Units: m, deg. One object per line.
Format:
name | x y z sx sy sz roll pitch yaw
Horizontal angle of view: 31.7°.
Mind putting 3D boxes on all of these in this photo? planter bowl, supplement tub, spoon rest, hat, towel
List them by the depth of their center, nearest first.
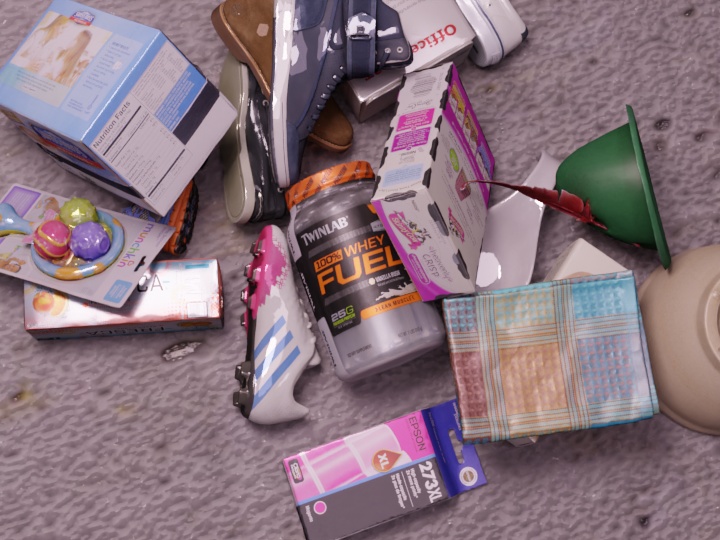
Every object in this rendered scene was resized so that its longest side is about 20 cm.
towel | 0.185 0.084 1.233 0.197 0.022 0.149 -7 81 -7
supplement tub | 0.000 0.000 1.286 0.121 0.123 0.202 -20 82 -7
planter bowl | 0.386 0.063 1.297 0.197 0.135 0.204 1 80 -3
hat | 0.214 -0.074 1.316 0.174 0.167 0.202 -15 125 14
spoon rest | 0.156 -0.043 1.337 0.099 0.061 0.201 32 78 2

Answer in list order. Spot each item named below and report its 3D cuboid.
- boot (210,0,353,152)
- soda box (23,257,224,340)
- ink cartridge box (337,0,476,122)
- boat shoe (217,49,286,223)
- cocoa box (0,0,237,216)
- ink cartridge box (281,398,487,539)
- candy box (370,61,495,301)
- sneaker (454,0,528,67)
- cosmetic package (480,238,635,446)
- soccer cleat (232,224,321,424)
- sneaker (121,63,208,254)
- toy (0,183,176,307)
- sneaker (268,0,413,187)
boot | -0.065 -0.211 1.316 0.075 0.074 0.200 -34 103 30
soda box | -0.238 0.029 1.290 0.197 0.068 0.065 -3 77 -5
ink cartridge box | 0.010 -0.283 1.358 0.146 0.083 0.202 -29 84 -8
boat shoe | -0.108 -0.143 1.334 0.065 0.074 0.202 5 63 -28
cocoa box | -0.247 -0.164 1.245 0.199 0.131 0.134 25 76 43
ink cartridge box | 0.026 0.206 1.297 0.197 0.037 0.096 -18 82 -9
candy box | 0.076 -0.090 1.257 0.060 0.137 0.201 -11 39 23
sneaker | 0.112 -0.321 1.386 0.070 0.073 0.202 -30 92 -18
cosmetic package | 0.192 0.076 1.297 0.071 0.105 0.201 33 81 2
soccer cleat | -0.080 0.057 1.305 0.085 0.070 0.203 7 83 -15
sneaker | -0.200 -0.122 1.320 0.077 0.075 0.203 11 77 1
toy | -0.298 -0.039 1.260 0.197 0.048 0.116 13 50 21
sneaker | -0.021 -0.181 1.263 0.144 0.077 0.206 4 97 -7
